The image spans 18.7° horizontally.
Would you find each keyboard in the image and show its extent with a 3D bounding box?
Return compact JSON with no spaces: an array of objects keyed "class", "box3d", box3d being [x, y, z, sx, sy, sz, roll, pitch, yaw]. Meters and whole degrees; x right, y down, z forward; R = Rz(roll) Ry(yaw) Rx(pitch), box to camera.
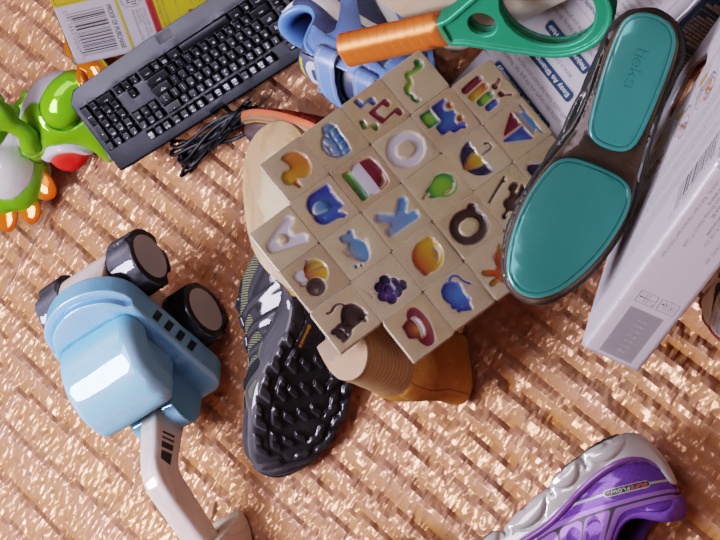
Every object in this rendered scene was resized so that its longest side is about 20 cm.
[{"class":"keyboard","box3d":[-0.119,-0.133,1.626,0.199,0.104,0.040,-30,22,27]}]

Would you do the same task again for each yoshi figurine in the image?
[{"class":"yoshi figurine","box3d":[-0.267,-0.123,1.736,0.200,0.112,0.112,-44,41,21]}]

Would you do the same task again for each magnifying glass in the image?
[{"class":"magnifying glass","box3d":[0.074,-0.163,1.428,0.199,0.080,0.022,-11,43,30]}]

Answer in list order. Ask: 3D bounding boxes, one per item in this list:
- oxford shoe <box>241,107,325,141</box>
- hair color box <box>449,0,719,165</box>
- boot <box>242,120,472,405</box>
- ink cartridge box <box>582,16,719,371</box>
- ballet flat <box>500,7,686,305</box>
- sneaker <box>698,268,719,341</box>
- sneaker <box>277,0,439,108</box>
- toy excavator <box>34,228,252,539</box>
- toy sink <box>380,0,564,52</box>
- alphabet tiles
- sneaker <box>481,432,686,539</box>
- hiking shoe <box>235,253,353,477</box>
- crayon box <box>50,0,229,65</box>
[{"class":"oxford shoe","box3d":[-0.018,-0.067,1.556,0.199,0.071,0.073,24,102,41]},{"class":"hair color box","box3d":[0.161,-0.150,1.451,0.200,0.060,0.100,-46,56,17]},{"class":"boot","box3d":[0.001,0.000,1.474,0.071,0.144,0.202,-32,68,24]},{"class":"ink cartridge box","box3d":[0.206,-0.063,1.328,0.200,0.045,0.177,119,173,-52]},{"class":"ballet flat","box3d":[0.150,-0.068,1.368,0.068,0.068,0.201,28,89,5]},{"class":"sneaker","box3d":[0.279,-0.031,1.324,0.082,0.078,0.200,45,113,21]},{"class":"sneaker","box3d":[0.006,-0.136,1.525,0.082,0.074,0.200,-19,43,-12]},{"class":"toy excavator","box3d":[-0.152,0.103,1.577,0.100,0.194,0.201,-29,34,26]},{"class":"toy sink","box3d":[0.082,-0.273,1.465,0.130,0.112,0.201,-21,49,41]},{"class":"alphabet tiles","box3d":[0.036,-0.043,1.406,0.200,0.006,0.167,-36,75,-11]},{"class":"sneaker","box3d":[0.123,0.191,1.382,0.200,0.080,0.084,-46,66,20]},{"class":"hiking shoe","box3d":[-0.049,0.044,1.556,0.101,0.075,0.201,-150,69,-68]},{"class":"crayon box","box3d":[-0.131,-0.226,1.602,0.199,0.127,0.051,-11,56,2]}]
